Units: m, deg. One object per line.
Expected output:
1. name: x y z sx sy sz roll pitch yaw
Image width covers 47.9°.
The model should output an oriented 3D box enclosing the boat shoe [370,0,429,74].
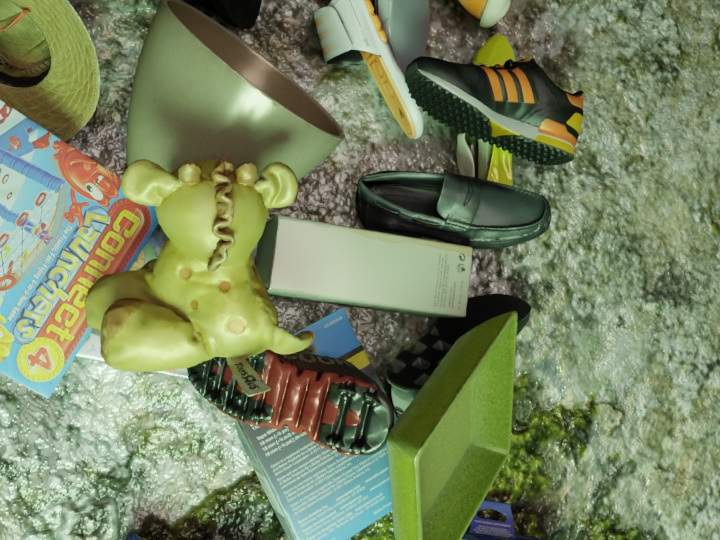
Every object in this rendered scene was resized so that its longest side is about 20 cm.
1. boat shoe: 0.019 -0.307 0.852 0.073 0.068 0.201 -39 126 -36

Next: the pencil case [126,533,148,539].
1. pencil case: -0.140 0.311 0.754 0.198 0.078 0.088 20 51 -14

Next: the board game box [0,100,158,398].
1. board game box: -0.307 -0.024 0.711 0.195 0.056 0.201 33 78 -19

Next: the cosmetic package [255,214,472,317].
1. cosmetic package: 0.000 0.000 0.809 0.198 0.103 0.074 10 84 -17

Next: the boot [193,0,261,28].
1. boot: -0.196 -0.295 0.766 0.161 0.198 0.074 14 93 15

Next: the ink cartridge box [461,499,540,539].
1. ink cartridge box: 0.127 0.344 0.836 0.135 0.076 0.202 13 84 -16

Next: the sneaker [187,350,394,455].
1. sneaker: -0.061 0.107 0.735 0.198 0.098 0.072 18 93 9

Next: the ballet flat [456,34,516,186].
1. ballet flat: 0.132 -0.160 0.877 0.066 0.067 0.202 2 88 -34

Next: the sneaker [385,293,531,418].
1. sneaker: 0.106 0.097 0.856 0.199 0.074 0.089 -32 129 -30

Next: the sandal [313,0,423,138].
1. sandal: -0.004 -0.221 0.836 0.059 0.079 0.208 -29 93 -9

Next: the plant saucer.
1. plant saucer: 0.081 0.162 0.749 0.200 0.047 0.201 -46 143 -42

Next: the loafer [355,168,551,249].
1. loafer: 0.092 -0.066 0.818 0.198 0.071 0.069 5 61 11

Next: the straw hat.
1. straw hat: -0.318 -0.217 0.732 0.200 0.202 0.085 25 37 -14

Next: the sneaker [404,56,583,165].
1. sneaker: 0.139 -0.182 0.822 0.198 0.070 0.091 23 79 -16

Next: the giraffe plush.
1. giraffe plush: -0.128 -0.015 0.649 0.172 0.199 0.164 -17 118 -42

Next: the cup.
1. cup: -0.135 -0.130 0.748 0.200 0.201 0.144 37 105 -11

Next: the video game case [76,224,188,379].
1. video game case: -0.239 0.015 0.778 0.198 0.018 0.145 14 83 -15

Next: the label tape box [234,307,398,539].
1. label tape box: -0.041 0.159 0.805 0.143 0.063 0.202 -26 93 -18

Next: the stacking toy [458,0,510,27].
1. stacking toy: 0.088 -0.364 0.865 0.198 0.146 0.147 25 79 2
